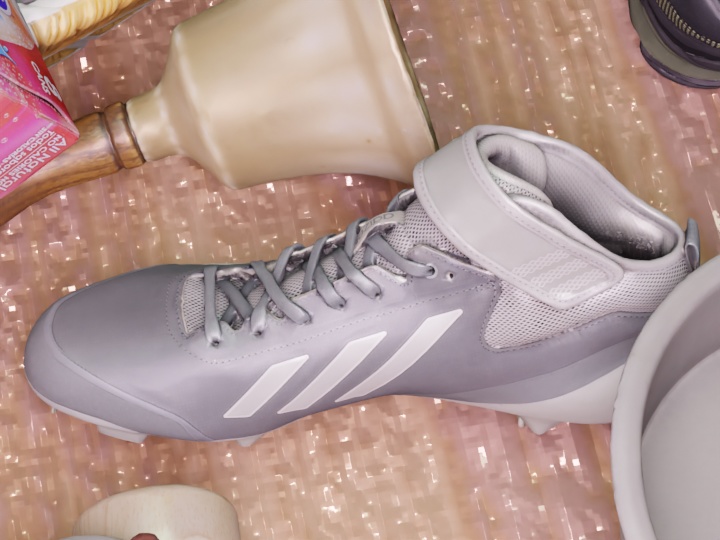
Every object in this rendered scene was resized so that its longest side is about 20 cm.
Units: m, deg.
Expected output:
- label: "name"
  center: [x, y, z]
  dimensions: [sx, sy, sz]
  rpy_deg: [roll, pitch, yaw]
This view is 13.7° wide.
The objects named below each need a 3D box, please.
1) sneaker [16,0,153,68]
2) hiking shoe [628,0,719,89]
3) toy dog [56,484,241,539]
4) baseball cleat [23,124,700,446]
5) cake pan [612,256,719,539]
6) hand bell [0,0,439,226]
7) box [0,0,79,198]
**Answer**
- label: "sneaker"
  center: [-0.082, -0.126, 0.946]
  dimensions: [0.200, 0.076, 0.088]
  rpy_deg: [-34, 94, -13]
- label: "hiking shoe"
  center: [0.107, -0.160, 0.950]
  dimensions: [0.076, 0.101, 0.200]
  rpy_deg: [-16, 90, -6]
- label: "toy dog"
  center: [-0.119, 0.107, 0.820]
  dimensions: [0.200, 0.096, 0.132]
  rpy_deg: [-24, 59, -15]
- label: "baseball cleat"
  center: [0.000, 0.000, 0.885]
  dimensions: [0.200, 0.106, 0.070]
  rpy_deg: [-2, 43, -7]
- label: "cake pan"
  center: [0.161, 0.076, 0.838]
  dimensions: [0.200, 0.037, 0.200]
  rpy_deg: [9, 52, -11]
- label: "hand bell"
  center: [-0.081, -0.039, 0.940]
  dimensions: [0.200, 0.104, 0.104]
  rpy_deg: [-20, 58, 3]
- label: "box"
  center: [-0.195, -0.032, 0.866]
  dimensions: [0.200, 0.095, 0.100]
  rpy_deg: [-36, 59, 14]
